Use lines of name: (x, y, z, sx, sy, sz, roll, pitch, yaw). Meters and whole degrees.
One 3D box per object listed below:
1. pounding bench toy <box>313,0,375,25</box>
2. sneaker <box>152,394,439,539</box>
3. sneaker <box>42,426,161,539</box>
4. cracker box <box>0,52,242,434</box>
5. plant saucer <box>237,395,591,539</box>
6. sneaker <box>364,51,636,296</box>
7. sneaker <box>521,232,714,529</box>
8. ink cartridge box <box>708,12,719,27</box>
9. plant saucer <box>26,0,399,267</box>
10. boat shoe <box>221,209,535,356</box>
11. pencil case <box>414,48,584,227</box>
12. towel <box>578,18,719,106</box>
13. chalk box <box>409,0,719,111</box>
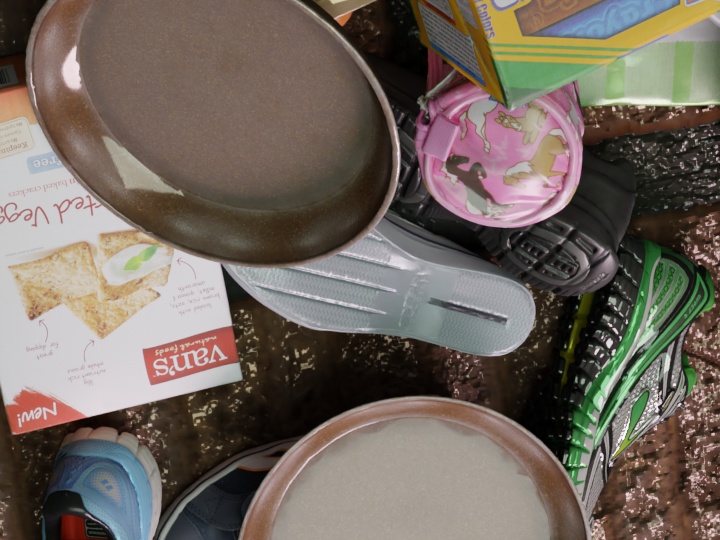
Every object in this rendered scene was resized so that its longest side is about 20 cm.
pounding bench toy: (-0.059, -0.194, 1.519, 0.200, 0.124, 0.156, -24, 116, -2)
sneaker: (-0.025, 0.138, 1.692, 0.200, 0.079, 0.079, -26, 116, 1)
sneaker: (-0.150, 0.194, 1.669, 0.078, 0.090, 0.200, -4, 111, 19)
cracker box: (-0.149, -0.022, 1.607, 0.134, 0.058, 0.200, -14, 115, -7)
plant saucer: (0.029, 0.161, 1.646, 0.200, 0.032, 0.201, -1, 105, -5)
sneaker: (0.063, -0.068, 1.632, 0.200, 0.091, 0.076, 33, 142, -5)
sneaker: (0.150, 0.080, 1.706, 0.085, 0.078, 0.200, 13, 108, -18)
ink cartridge box: (0.196, -0.220, 1.558, 0.200, 0.085, 0.145, 35, 104, -24)
plant saucer: (-0.071, -0.086, 1.494, 0.200, 0.032, 0.200, 14, 137, 13)
boat shoe: (0.000, 0.000, 1.640, 0.200, 0.067, 0.074, 23, 99, -26)
pencil case: (0.072, -0.102, 1.543, 0.083, 0.200, 0.087, -15, 118, 11)
towel: (0.176, -0.187, 1.633, 0.149, 0.031, 0.200, 0, 114, -10)
chalk box: (0.119, -0.186, 1.435, 0.200, 0.125, 0.124, -24, 116, -9)
